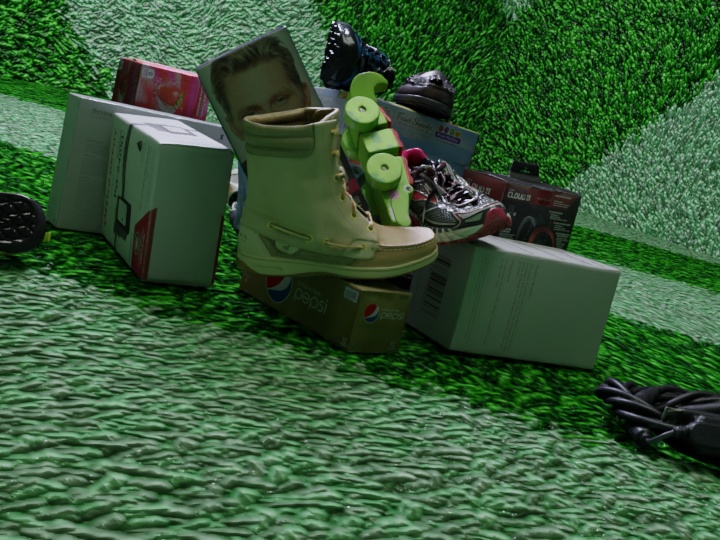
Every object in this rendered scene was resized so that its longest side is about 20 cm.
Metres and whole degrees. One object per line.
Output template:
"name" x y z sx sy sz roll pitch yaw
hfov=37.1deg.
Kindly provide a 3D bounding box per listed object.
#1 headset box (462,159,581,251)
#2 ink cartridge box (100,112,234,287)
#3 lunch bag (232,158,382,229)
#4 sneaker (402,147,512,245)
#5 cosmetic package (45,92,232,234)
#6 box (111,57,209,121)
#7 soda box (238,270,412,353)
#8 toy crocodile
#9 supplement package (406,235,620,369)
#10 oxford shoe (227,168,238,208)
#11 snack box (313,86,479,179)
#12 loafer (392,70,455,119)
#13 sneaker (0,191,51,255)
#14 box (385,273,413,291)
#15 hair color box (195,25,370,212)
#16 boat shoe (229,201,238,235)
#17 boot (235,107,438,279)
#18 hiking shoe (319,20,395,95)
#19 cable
"headset box" 0.180 -0.033 1.309 0.148 0.201 0.075 4 14 -42
"ink cartridge box" -0.215 -0.081 1.159 0.083 0.146 0.200 3 14 -27
"lunch bag" -0.031 -0.091 1.293 0.170 0.123 0.200 15 17 25
"sneaker" 0.086 -0.077 1.136 0.080 0.075 0.200 -15 21 -24
"cosmetic package" -0.258 -0.115 1.273 0.199 0.152 0.052 9 12 -34
"box" -0.265 -0.160 1.364 0.099 0.201 0.095 8 10 -32
"soda box" -0.040 0.021 1.096 0.067 0.064 0.200 5 14 -41
"toy crocodile" 0.021 -0.122 1.138 0.061 0.068 0.201 -11 60 -12
"supplement package" 0.166 0.029 1.194 0.199 0.118 0.117 10 9 -28
"oxford shoe" -0.117 -0.090 1.624 0.199 0.075 0.058 22 49 -6
"snack box" 0.022 -0.173 1.330 0.168 0.068 0.200 14 4 -28
"loafer" 0.079 -0.224 1.326 0.071 0.063 0.200 19 4 -5
"sneaker" -0.391 -0.043 1.000 0.199 0.072 0.083 12 -14 -18
"box" 0.000 0.000 1.310 0.160 0.049 0.200 8 11 -20
"hair color box" -0.077 -0.131 1.070 0.100 0.201 0.061 -26 14 -1
"boat shoe" -0.139 -0.070 1.439 0.060 0.076 0.200 -24 -5 -1
"boot" -0.017 -0.075 1.019 0.199 0.156 0.073 0 19 -11
"hiking shoe" 0.001 -0.246 1.265 0.086 0.075 0.200 12 7 0
"cable" 0.319 0.145 1.008 0.199 0.051 0.163 8 7 -19
